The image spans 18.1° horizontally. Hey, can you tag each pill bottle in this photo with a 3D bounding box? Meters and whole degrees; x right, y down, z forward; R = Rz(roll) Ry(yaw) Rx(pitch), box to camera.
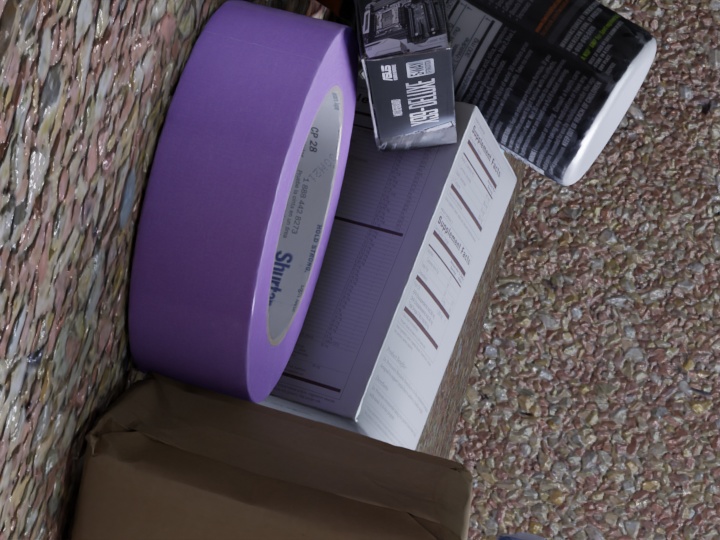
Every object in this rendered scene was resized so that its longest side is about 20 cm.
[{"bbox_3d":[0.070,-0.145,1.364,0.106,0.200,0.106,-55,171,-14],"label":"pill bottle"}]

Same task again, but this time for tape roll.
[{"bbox_3d":[-0.058,-0.036,1.173,0.200,0.065,0.201,15,90,-82],"label":"tape roll"}]

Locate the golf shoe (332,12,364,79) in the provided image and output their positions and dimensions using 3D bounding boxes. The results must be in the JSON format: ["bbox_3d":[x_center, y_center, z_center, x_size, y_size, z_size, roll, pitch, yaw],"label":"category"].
[{"bbox_3d":[0.015,-0.111,1.463,0.078,0.094,0.201,84,23,-72],"label":"golf shoe"}]

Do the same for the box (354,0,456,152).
[{"bbox_3d":[0.017,-0.184,1.239,0.158,0.050,0.201,78,5,-76],"label":"box"}]

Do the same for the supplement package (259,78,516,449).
[{"bbox_3d":[0.000,0.000,1.337,0.201,0.113,0.110,-68,156,-15],"label":"supplement package"}]

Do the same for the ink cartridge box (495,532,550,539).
[{"bbox_3d":[0.086,0.248,1.225,0.136,0.076,0.201,32,76,-79],"label":"ink cartridge box"}]

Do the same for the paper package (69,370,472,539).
[{"bbox_3d":[-0.052,0.177,1.132,0.104,0.190,0.201,-58,162,-65],"label":"paper package"}]
